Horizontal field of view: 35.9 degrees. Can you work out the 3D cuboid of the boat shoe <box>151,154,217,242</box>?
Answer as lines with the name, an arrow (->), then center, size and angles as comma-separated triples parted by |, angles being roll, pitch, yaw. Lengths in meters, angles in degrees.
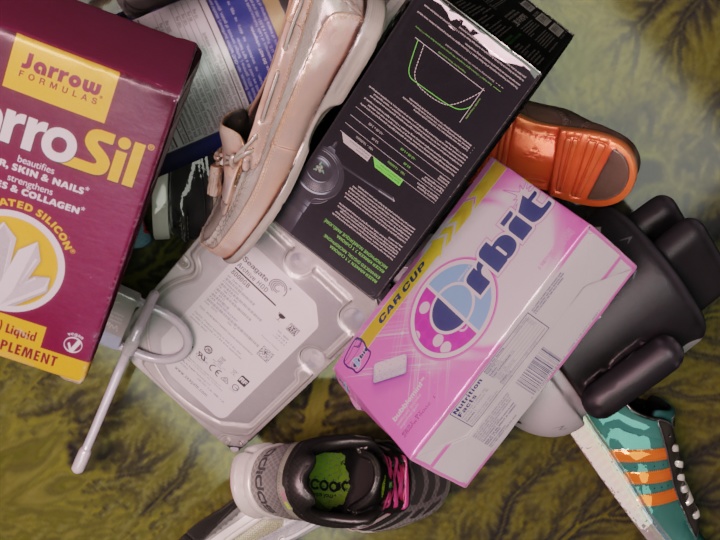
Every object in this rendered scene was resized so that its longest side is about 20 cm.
boat shoe -> -0.128, -0.123, 0.851 | 0.060, 0.074, 0.203 | 1, 92, -9

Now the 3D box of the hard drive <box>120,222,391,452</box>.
hard drive -> -0.086, 0.036, 0.846 | 0.140, 0.038, 0.200 | 43, 119, -6

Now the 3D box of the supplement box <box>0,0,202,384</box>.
supplement box -> -0.190, -0.054, 0.666 | 0.130, 0.103, 0.201 | 19, 114, -11

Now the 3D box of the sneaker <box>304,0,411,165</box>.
sneaker -> -0.003, -0.174, 0.850 | 0.200, 0.074, 0.079 | -46, 61, -1

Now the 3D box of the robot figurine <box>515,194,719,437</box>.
robot figurine -> 0.172, 0.033, 0.826 | 0.199, 0.150, 0.125 | -38, 82, 5

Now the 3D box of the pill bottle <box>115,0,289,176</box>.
pill bottle -> -0.128, -0.129, 0.760 | 0.198, 0.112, 0.113 | -24, 97, -4

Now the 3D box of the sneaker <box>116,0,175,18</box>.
sneaker -> -0.094, -0.219, 0.694 | 0.090, 0.200, 0.077 | -5, 120, 25

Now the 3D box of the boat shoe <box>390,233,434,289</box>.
boat shoe -> 0.000, 0.000, 0.873 | 0.198, 0.072, 0.068 | 10, 127, 7

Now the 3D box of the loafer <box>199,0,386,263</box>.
loafer -> -0.059, -0.098, 0.703 | 0.062, 0.072, 0.201 | 24, 113, -24

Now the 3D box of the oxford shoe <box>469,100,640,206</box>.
oxford shoe -> 0.121, -0.102, 0.871 | 0.198, 0.073, 0.072 | 22, 115, 13

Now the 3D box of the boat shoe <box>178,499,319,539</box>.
boat shoe -> -0.095, 0.222, 0.893 | 0.201, 0.074, 0.065 | -39, 96, -6

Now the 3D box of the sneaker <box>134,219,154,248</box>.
sneaker -> -0.199, -0.056, 0.863 | 0.095, 0.079, 0.202 | 23, 105, -10

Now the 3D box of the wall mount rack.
wall mount rack -> -0.234, 0.058, 0.825 | 0.198, 0.075, 0.174 | 24, 133, -9

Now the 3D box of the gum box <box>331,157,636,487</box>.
gum box -> 0.078, 0.038, 0.760 | 0.066, 0.113, 0.201 | 33, 97, -40

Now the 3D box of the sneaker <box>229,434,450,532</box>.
sneaker -> 0.003, 0.163, 0.845 | 0.198, 0.087, 0.075 | 11, 76, -36

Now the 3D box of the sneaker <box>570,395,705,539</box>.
sneaker -> 0.233, 0.153, 0.894 | 0.080, 0.071, 0.201 | -36, 95, 7

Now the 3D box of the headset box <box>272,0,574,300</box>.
headset box -> 0.043, -0.095, 0.763 | 0.092, 0.174, 0.201 | 37, 116, 3
